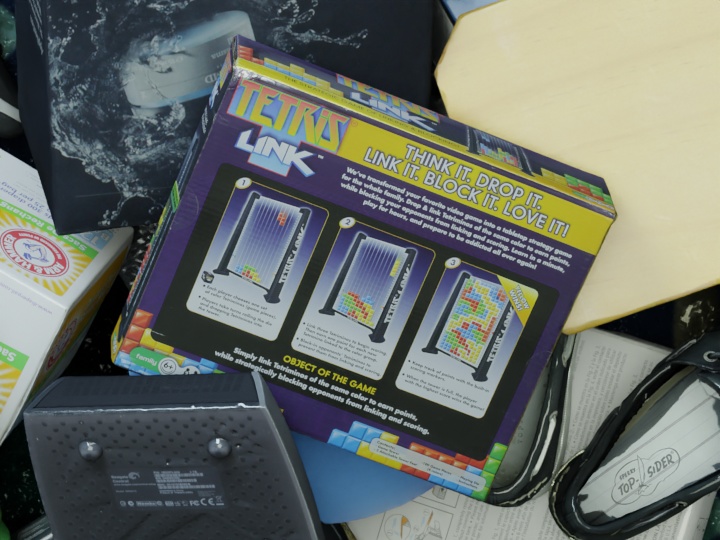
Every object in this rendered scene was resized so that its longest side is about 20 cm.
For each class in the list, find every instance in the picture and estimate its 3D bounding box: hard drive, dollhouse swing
[{"bbox_3d":[-0.082,0.128,1.487,0.134,0.042,0.200,-2,132,14],"label":"hard drive"},{"bbox_3d":[0.160,-0.078,1.552,0.175,0.182,0.201,-19,92,21],"label":"dollhouse swing"}]

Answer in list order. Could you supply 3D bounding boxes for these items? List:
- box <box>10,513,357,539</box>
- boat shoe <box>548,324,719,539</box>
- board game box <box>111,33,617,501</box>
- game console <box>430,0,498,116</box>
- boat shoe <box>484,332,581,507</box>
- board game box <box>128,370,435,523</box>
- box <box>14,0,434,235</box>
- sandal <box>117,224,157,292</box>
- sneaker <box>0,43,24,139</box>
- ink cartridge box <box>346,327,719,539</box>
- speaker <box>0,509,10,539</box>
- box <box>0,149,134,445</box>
[{"bbox_3d":[-0.097,0.181,1.594,0.200,0.046,0.159,-32,103,3],"label":"box"},{"bbox_3d":[0.179,0.072,1.537,0.199,0.066,0.075,-32,84,4],"label":"boat shoe"},{"bbox_3d":[0.000,0.000,1.460,0.199,0.057,0.166,21,107,-9],"label":"board game box"},{"bbox_3d":[0.110,-0.117,1.618,0.199,0.031,0.177,-29,89,0],"label":"game console"},{"bbox_3d":[0.083,0.023,1.570,0.075,0.060,0.201,-2,88,14],"label":"boat shoe"},{"bbox_3d":[-0.019,0.027,1.530,0.200,0.039,0.158,38,99,-19],"label":"board game box"},{"bbox_3d":[-0.069,-0.139,1.496,0.196,0.118,0.201,-7,126,-12],"label":"box"},{"bbox_3d":[-0.114,-0.032,1.621,0.076,0.043,0.201,-22,94,10],"label":"sandal"},{"bbox_3d":[-0.226,-0.165,1.604,0.083,0.072,0.200,-37,89,0],"label":"sneaker"},{"bbox_3d":[0.091,0.103,1.620,0.199,0.050,0.162,17,90,20],"label":"ink cartridge box"},{"bbox_3d":[-0.230,0.077,1.497,0.088,0.089,0.201,-10,113,1],"label":"speaker"},{"bbox_3d":[-0.236,-0.012,1.570,0.200,0.113,0.102,30,118,1],"label":"box"}]
